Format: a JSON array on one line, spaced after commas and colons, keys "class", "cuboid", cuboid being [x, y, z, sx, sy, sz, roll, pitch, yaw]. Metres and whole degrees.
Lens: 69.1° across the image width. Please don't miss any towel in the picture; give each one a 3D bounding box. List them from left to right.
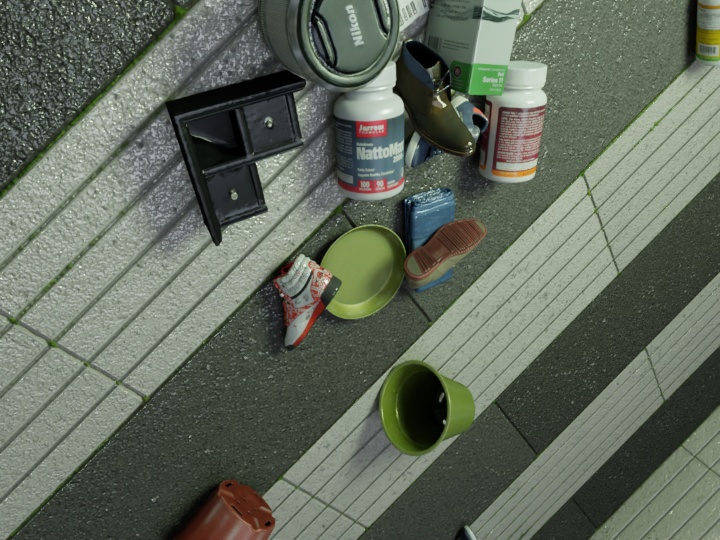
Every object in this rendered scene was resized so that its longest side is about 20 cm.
[{"class": "towel", "cuboid": [0.141, -0.063, 1.069, 0.109, 0.049, 0.205, -17, 122, -20]}]

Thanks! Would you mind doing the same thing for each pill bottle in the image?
[{"class": "pill bottle", "cuboid": [0.015, -0.232, 0.863, 0.117, 0.120, 0.205, -15, 122, -20]}, {"class": "pill bottle", "cuboid": [0.290, -0.282, 0.993, 0.111, 0.114, 0.205, -13, 122, -22]}, {"class": "pill bottle", "cuboid": [0.785, -0.561, 1.120, 0.110, 0.111, 0.203, -32, 127, -9]}]

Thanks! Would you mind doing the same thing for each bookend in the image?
[{"class": "bookend", "cuboid": [-0.170, -0.175, 0.807, 0.194, 0.092, 0.205, -21, 125, -18]}]

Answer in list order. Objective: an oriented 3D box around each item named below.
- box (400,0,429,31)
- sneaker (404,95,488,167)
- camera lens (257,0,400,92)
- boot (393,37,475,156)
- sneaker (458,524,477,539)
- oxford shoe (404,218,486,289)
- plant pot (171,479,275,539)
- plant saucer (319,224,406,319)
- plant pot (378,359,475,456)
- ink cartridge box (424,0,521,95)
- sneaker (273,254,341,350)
[{"class": "box", "cuboid": [0.024, -0.466, 0.794, 0.109, 0.035, 0.202, -36, 127, -7]}, {"class": "sneaker", "cuboid": [0.157, -0.234, 0.917, 0.200, 0.084, 0.076, -45, 162, -28]}, {"class": "camera lens", "cuboid": [-0.048, -0.343, 0.716, 0.156, 0.200, 0.164, -13, 122, -22]}, {"class": "boot", "cuboid": [0.117, -0.275, 0.834, 0.074, 0.201, 0.098, -35, 161, -21]}, {"class": "sneaker", "cuboid": [0.307, 0.917, 1.670, 0.143, 0.077, 0.207, -20, 125, -21]}, {"class": "oxford shoe", "cuboid": [0.165, -0.034, 1.039, 0.197, 0.071, 0.075, -29, 153, -15]}, {"class": "plant pot", "cuboid": [-0.289, 0.568, 1.091, 0.200, 0.200, 0.197, 38, 86, -38]}, {"class": "plant saucer", "cuboid": [0.000, 0.000, 1.035, 0.195, 0.031, 0.205, -14, 122, -22]}, {"class": "plant pot", "cuboid": [0.174, 0.320, 1.226, 0.187, 0.199, 0.204, 16, 109, -48]}, {"class": "ink cartridge box", "cuboid": [0.178, -0.403, 0.845, 0.081, 0.147, 0.205, -8, 120, -26]}, {"class": "sneaker", "cuboid": [-0.122, 0.058, 0.983, 0.107, 0.068, 0.203, 35, 127, -3]}]
